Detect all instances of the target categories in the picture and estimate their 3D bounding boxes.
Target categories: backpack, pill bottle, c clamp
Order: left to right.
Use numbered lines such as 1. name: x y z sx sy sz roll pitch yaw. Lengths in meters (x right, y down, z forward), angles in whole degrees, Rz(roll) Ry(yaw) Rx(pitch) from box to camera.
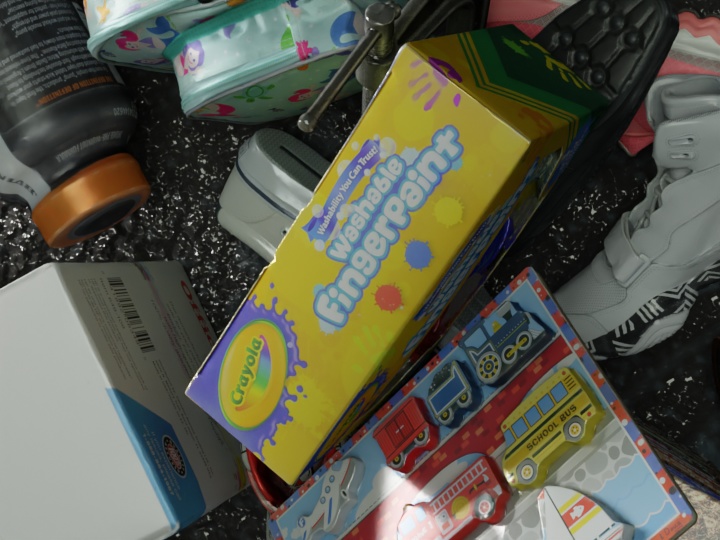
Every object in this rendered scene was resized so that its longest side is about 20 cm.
1. pill bottle: -0.204 -0.115 0.808 0.106 0.106 0.201 -31 85 8
2. backpack: -0.056 -0.162 0.748 0.198 0.177 0.152 -8 91 22
3. c clamp: 0.019 -0.089 0.715 0.027 0.200 0.171 30 68 16

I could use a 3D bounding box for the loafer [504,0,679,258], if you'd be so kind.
1. loafer: 0.107 -0.077 0.746 0.201 0.070 0.068 -52 59 31

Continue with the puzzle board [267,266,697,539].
1. puzzle board: 0.044 0.116 0.628 0.200 0.017 0.151 -46 48 20

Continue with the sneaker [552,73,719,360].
1. sneaker: 0.165 -0.035 0.734 0.199 0.075 0.115 -29 112 20

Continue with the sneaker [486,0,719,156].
1. sneaker: 0.148 -0.113 0.766 0.198 0.074 0.088 17 98 11

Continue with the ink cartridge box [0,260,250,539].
1. ink cartridge box: -0.160 0.090 0.752 0.145 0.200 0.148 -28 85 10

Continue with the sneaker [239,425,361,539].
1. sneaker: -0.032 0.139 0.766 0.067 0.108 0.204 2 100 11

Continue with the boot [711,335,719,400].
1. boot: 0.276 0.107 0.751 0.096 0.075 0.201 -29 95 -1

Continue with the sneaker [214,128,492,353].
1. sneaker: 0.000 0.000 0.801 0.200 0.073 0.071 40 121 7

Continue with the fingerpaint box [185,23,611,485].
1. fingerpaint box: 0.024 -0.013 0.654 0.073 0.167 0.201 38 113 10

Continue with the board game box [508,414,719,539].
1. board game box: 0.118 0.160 0.705 0.096 0.200 0.160 29 95 8
